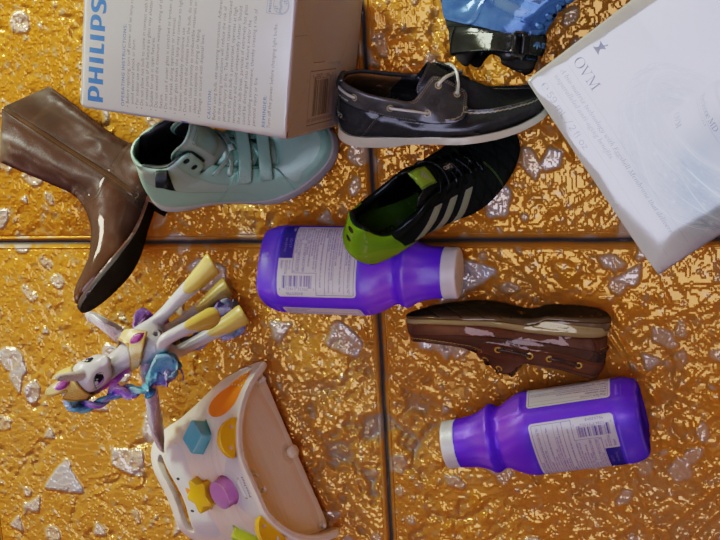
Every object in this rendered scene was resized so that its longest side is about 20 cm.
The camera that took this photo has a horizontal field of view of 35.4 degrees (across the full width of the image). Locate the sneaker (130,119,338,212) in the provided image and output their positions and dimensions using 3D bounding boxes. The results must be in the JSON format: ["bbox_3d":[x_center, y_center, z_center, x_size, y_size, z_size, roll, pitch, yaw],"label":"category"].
[{"bbox_3d":[-0.120,-0.110,1.075,0.197,0.118,0.075,-14,73,2],"label":"sneaker"}]

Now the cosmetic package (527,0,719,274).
[{"bbox_3d":[0.283,-0.143,0.963,0.199,0.123,0.201,-36,91,19],"label":"cosmetic package"}]

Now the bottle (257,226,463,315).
[{"bbox_3d":[0.000,0.000,1.097,0.196,0.065,0.085,1,72,16],"label":"bottle"}]

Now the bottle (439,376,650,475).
[{"bbox_3d":[0.176,0.155,1.086,0.197,0.066,0.084,-12,125,20],"label":"bottle"}]

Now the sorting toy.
[{"bbox_3d":[-0.147,0.225,1.204,0.178,0.106,0.203,-20,96,39],"label":"sorting toy"}]

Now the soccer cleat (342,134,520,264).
[{"bbox_3d":[0.070,-0.076,1.027,0.199,0.081,0.068,-35,73,-13],"label":"soccer cleat"}]

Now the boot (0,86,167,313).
[{"bbox_3d":[-0.307,-0.078,1.157,0.198,0.064,0.188,30,69,5],"label":"boot"}]

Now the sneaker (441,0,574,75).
[{"bbox_3d":[0.167,-0.233,0.999,0.196,0.077,0.114,-4,95,22],"label":"sneaker"}]

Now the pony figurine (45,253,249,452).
[{"bbox_3d":[-0.211,0.079,1.140,0.198,0.193,0.168,-33,78,-6],"label":"pony figurine"}]

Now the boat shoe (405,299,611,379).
[{"bbox_3d":[0.139,0.069,1.080,0.196,0.072,0.069,3,101,14],"label":"boat shoe"}]

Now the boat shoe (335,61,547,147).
[{"bbox_3d":[0.074,-0.156,1.033,0.196,0.072,0.069,-1,121,5],"label":"boat shoe"}]

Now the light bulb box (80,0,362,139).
[{"bbox_3d":[-0.121,-0.203,1.032,0.196,0.198,0.127,10,104,15],"label":"light bulb box"}]
